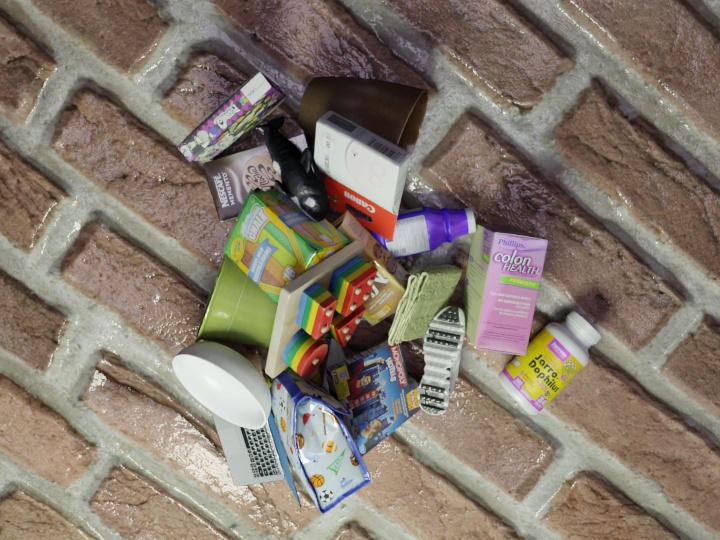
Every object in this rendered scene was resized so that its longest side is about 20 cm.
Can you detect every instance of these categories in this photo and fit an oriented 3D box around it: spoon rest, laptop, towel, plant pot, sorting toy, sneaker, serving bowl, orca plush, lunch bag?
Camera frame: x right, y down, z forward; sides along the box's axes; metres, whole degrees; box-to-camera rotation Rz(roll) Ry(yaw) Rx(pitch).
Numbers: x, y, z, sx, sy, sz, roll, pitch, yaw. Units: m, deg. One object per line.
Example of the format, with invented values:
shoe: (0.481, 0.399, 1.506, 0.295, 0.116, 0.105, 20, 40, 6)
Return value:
spoon rest: (-0.036, 0.181, 1.123, 0.059, 0.099, 0.205, 14, 89, 30)
laptop: (-0.212, 0.360, 1.117, 0.195, 0.116, 0.192, -13, 100, 15)
towel: (0.119, 0.057, 1.040, 0.036, 0.198, 0.151, 30, 109, 26)
plant pot: (-0.188, 0.066, 1.060, 0.186, 0.200, 0.204, 21, 100, -14)
sorting toy: (-0.058, 0.079, 0.963, 0.069, 0.199, 0.202, 34, 132, 20)
sneaker: (0.159, 0.167, 1.077, 0.074, 0.081, 0.205, 15, 95, 26)
serving bowl: (-0.237, 0.195, 1.014, 0.196, 0.066, 0.203, 21, 141, 18)
orca plush: (-0.099, -0.186, 0.956, 0.071, 0.104, 0.204, -38, 63, 35)
lunch bag: (-0.081, 0.274, 0.983, 0.122, 0.169, 0.204, -29, 106, -16)
plant pot: (-0.005, -0.260, 1.003, 0.196, 0.187, 0.191, 23, 100, 9)

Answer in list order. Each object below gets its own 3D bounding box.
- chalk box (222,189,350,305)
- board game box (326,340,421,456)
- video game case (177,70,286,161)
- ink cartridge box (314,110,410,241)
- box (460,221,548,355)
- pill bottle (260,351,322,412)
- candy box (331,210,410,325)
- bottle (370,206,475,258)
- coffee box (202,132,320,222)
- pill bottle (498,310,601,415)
chalk box: (-0.141, -0.055, 0.971, 0.199, 0.123, 0.126, 40, 116, 15)
board game box: (0.040, 0.231, 1.090, 0.196, 0.061, 0.205, -21, 113, -21)
video game case: (-0.215, -0.261, 0.982, 0.180, 0.200, 0.036, -41, 99, 7)
ink cartridge box: (-0.006, -0.143, 0.950, 0.161, 0.057, 0.203, 31, 138, 18)
box: (0.254, 0.026, 1.038, 0.094, 0.176, 0.206, 7, 100, -1)
pill bottle: (-0.124, 0.255, 1.116, 0.109, 0.113, 0.205, -11, 100, 3)
candy box: (0.000, 0.000, 1.059, 0.115, 0.056, 0.200, -33, 111, 34)
bottle: (0.118, -0.078, 1.077, 0.195, 0.066, 0.085, -12, 111, 3)
coffee box: (-0.179, -0.172, 1.057, 0.195, 0.080, 0.116, -16, 100, 3)
pill bottle: (0.370, 0.175, 1.100, 0.104, 0.104, 0.201, 41, 98, -6)
